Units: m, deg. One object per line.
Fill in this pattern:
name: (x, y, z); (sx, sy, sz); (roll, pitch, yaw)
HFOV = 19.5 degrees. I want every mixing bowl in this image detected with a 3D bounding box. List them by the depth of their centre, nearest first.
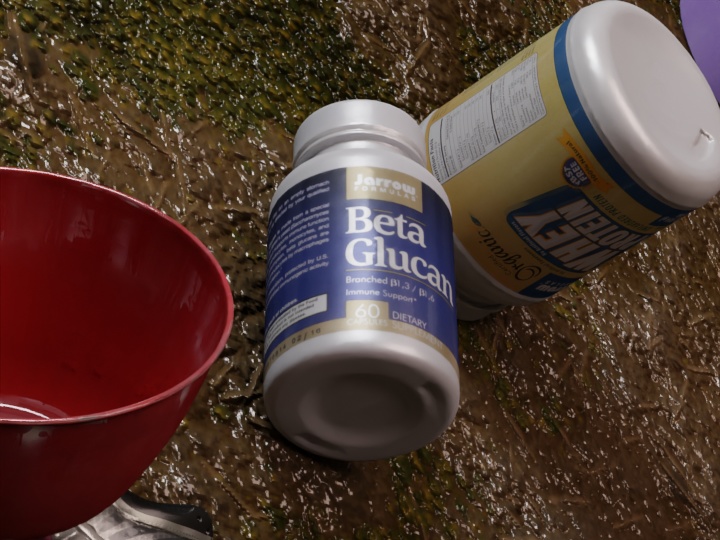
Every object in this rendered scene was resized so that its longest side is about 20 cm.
mixing bowl: (-0.161, 0.049, 0.935); (0.199, 0.109, 0.200); (8, 33, -5)

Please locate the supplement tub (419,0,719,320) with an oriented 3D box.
supplement tub: (0.121, -0.066, 1.349); (0.144, 0.200, 0.145); (32, 41, -32)

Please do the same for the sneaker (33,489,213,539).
sneaker: (-0.088, 0.160, 1.005); (0.200, 0.074, 0.088); (44, 41, -12)

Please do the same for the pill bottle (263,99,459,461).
pill bottle: (0.000, 0.000, 1.219); (0.111, 0.111, 0.201); (32, 41, -34)

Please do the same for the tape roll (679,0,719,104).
tape roll: (0.386, -0.203, 1.915); (0.200, 0.085, 0.201); (32, 41, -33)
